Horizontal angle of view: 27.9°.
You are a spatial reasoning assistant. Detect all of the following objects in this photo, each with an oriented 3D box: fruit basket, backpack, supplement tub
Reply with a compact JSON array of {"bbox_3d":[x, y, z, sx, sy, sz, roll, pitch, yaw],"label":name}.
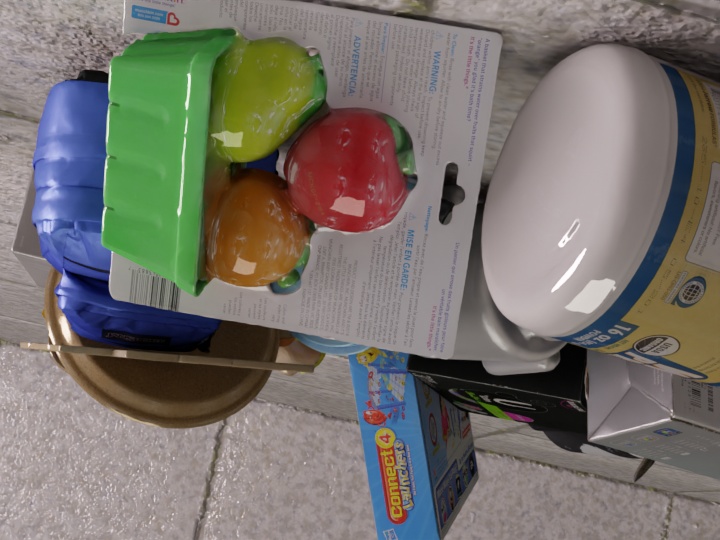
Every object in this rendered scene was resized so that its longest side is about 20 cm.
[{"bbox_3d":[-0.035,-0.055,0.775,0.198,0.187,0.094,7,-156,2],"label":"fruit basket"},{"bbox_3d":[-0.128,-0.037,0.929,0.161,0.169,0.200,3,169,-11],"label":"backpack"},{"bbox_3d":[0.177,-0.017,0.730,0.199,0.146,0.144,17,169,-21],"label":"supplement tub"}]

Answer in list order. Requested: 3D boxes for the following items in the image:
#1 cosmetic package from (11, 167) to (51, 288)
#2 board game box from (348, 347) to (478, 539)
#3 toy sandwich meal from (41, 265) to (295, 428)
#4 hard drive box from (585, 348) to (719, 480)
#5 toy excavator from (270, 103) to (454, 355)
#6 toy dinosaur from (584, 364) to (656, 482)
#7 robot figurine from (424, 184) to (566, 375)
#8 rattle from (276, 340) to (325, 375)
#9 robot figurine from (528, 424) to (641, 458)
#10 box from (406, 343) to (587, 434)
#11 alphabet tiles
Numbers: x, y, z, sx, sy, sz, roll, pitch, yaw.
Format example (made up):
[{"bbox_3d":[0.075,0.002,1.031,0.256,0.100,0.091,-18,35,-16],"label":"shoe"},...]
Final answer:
[{"bbox_3d":[-0.253,-0.026,1.343,0.106,0.091,0.200,13,172,-5],"label":"cosmetic package"},{"bbox_3d":[0.049,0.119,1.282,0.055,0.197,0.200,-8,-175,15],"label":"board game box"},{"bbox_3d":[-0.150,0.039,1.118,0.204,0.206,0.070,15,146,-17],"label":"toy sandwich meal"},{"bbox_3d":[0.246,0.054,0.967,0.199,0.157,0.077,19,152,-31],"label":"hard drive box"},{"bbox_3d":[-0.010,-0.030,0.909,0.099,0.196,0.200,23,-164,12],"label":"toy excavator"},{"bbox_3d":[0.199,0.081,1.032,0.102,0.201,0.077,25,141,7],"label":"toy dinosaur"},{"bbox_3d":[0.085,0.009,1.054,0.199,0.113,0.170,0,124,50],"label":"robot figurine"},{"bbox_3d":[-0.091,-0.007,1.375,0.200,0.143,0.130,47,-144,13],"label":"rattle"},{"bbox_3d":[0.250,0.125,1.436,0.125,0.151,0.200,43,158,-21],"label":"robot figurine"},{"bbox_3d":[0.140,0.057,1.218,0.147,0.125,0.200,9,168,19],"label":"box"},{"bbox_3d":[-0.131,0.057,0.958,0.165,0.006,0.200,6,176,-23],"label":"alphabet tiles"}]
